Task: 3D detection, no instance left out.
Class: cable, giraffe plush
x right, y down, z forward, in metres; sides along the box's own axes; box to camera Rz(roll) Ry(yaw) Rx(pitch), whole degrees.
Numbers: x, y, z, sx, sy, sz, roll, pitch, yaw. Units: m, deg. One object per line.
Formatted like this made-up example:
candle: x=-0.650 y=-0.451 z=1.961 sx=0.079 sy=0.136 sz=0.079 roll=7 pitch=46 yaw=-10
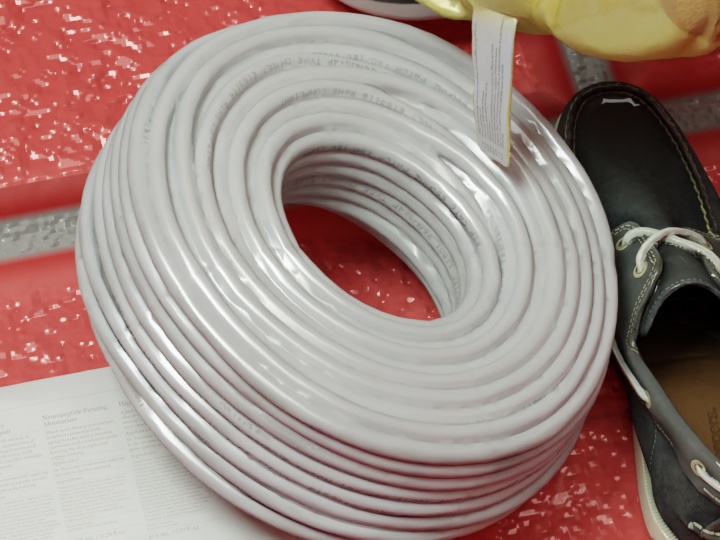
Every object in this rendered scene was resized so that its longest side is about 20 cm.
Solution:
cable: x=0.000 y=0.000 z=0.973 sx=0.199 sy=0.069 sz=0.201 roll=-2 pitch=56 yaw=-33
giraffe plush: x=0.112 y=-0.147 z=0.961 sx=0.162 sy=0.201 sz=0.173 roll=-25 pitch=54 yaw=-32

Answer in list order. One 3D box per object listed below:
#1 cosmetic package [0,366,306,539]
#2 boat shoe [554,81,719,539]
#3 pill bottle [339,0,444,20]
cosmetic package: x=-0.120 y=0.086 z=0.964 sx=0.199 sy=0.051 sz=0.083 roll=-10 pitch=63 yaw=-12
boat shoe: x=0.121 y=0.009 z=1.027 sx=0.071 sy=0.068 sz=0.201 roll=-9 pitch=62 yaw=-9
pill bottle: x=0.016 y=-0.199 z=1.037 sx=0.111 sy=0.200 sz=0.112 roll=-3 pitch=52 yaw=5
